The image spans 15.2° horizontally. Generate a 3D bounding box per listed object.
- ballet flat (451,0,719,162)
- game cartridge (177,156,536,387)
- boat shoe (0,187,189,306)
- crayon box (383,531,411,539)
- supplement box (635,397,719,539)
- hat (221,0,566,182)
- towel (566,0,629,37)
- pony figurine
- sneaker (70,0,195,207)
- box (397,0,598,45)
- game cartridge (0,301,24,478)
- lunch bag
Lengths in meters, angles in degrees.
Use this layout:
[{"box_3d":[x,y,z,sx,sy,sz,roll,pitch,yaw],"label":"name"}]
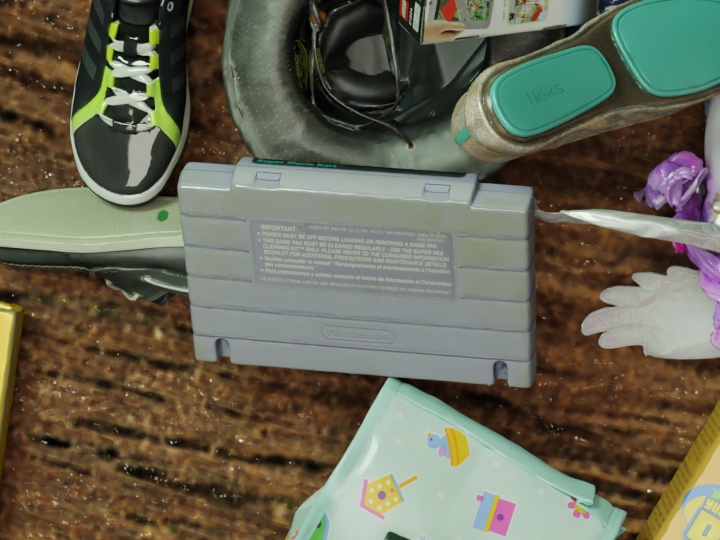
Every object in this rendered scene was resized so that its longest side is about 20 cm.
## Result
[{"box_3d":[0.130,-0.105,1.491,0.199,0.067,0.068,-16,79,-30],"label":"ballet flat"},{"box_3d":[0.000,0.000,1.519,0.199,0.038,0.130,5,122,11],"label":"game cartridge"},{"box_3d":[-0.133,-0.008,1.595,0.199,0.072,0.068,3,120,10],"label":"boat shoe"},{"box_3d":[-0.008,0.257,1.462,0.051,0.127,0.201,22,110,6],"label":"crayon box"},{"box_3d":[0.196,0.166,1.578,0.066,0.069,0.201,30,94,0],"label":"supplement box"},{"box_3d":[0.022,-0.127,1.566,0.199,0.081,0.202,0,91,9],"label":"hat"},{"box_3d":[0.145,-0.227,1.555,0.111,0.049,0.201,-5,94,6],"label":"towel"},{"box_3d":[0.212,-0.022,1.520,0.192,0.167,0.201,11,68,31],"label":"pony figurine"},{"box_3d":[-0.134,-0.139,1.565,0.071,0.083,0.201,6,86,9],"label":"sneaker"},{"box_3d":[0.081,-0.223,1.440,0.109,0.035,0.201,-9,121,-22],"label":"box"},{"box_3d":[-0.301,0.106,1.634,0.175,0.032,0.201,10,99,4],"label":"game cartridge"},{"box_3d":[0.038,0.179,1.567,0.170,0.122,0.201,31,102,3],"label":"lunch bag"}]
